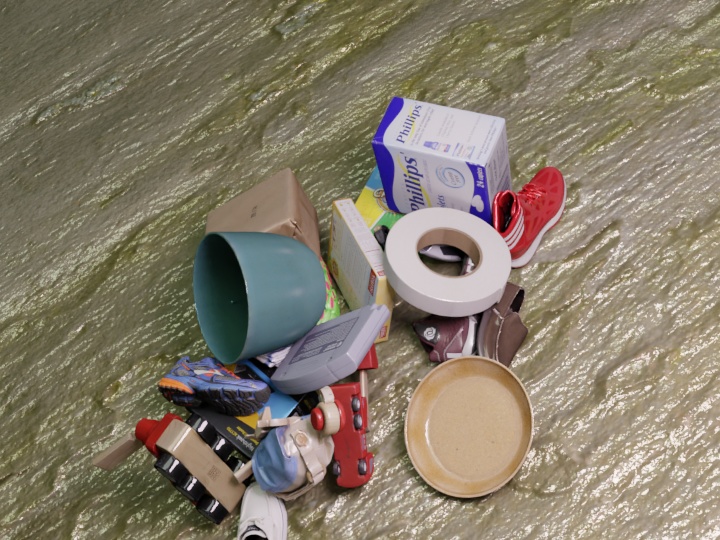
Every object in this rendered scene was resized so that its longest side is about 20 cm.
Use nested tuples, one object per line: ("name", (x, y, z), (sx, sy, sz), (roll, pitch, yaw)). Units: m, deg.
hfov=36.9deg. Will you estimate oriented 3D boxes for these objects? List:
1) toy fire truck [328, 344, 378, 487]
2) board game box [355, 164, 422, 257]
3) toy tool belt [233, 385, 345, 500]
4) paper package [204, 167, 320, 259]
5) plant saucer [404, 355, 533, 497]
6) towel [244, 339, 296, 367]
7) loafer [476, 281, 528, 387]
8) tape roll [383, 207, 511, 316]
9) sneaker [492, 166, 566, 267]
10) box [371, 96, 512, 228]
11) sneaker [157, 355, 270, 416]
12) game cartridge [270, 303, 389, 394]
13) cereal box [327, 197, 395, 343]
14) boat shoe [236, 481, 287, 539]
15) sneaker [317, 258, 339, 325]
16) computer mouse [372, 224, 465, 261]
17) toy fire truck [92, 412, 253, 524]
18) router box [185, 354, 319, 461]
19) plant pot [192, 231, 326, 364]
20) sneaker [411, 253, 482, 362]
("toy fire truck", (-0.007, 0.213, 1.623), (0.048, 0.141, 0.204), (-7, 89, 16))
("board game box", (0.066, -0.106, 1.887), (0.151, 0.041, 0.202), (11, 59, 29))
("toy tool belt", (-0.106, 0.254, 1.551), (0.121, 0.201, 0.126), (-6, 59, -27))
("paper package", (-0.170, -0.056, 1.849), (0.188, 0.104, 0.201), (-27, 29, 11))
("plant saucer", (0.160, 0.226, 1.558), (0.197, 0.035, 0.204), (-9, 70, 25))
("towel", (-0.158, 0.089, 1.792), (0.146, 0.024, 0.199), (-23, 39, -40))
("loafer", (0.219, 0.092, 1.646), (0.070, 0.073, 0.203), (-5, 53, 18))
("tape roll", (0.134, -0.015, 1.665), (0.199, 0.037, 0.205), (5, 46, -5))
("sneaker", (0.277, -0.113, 1.757), (0.077, 0.116, 0.202), (11, 60, 28))
("box", (0.136, -0.170, 1.765), (0.197, 0.185, 0.106), (15, 60, 22))
("sneaker", (-0.227, 0.172, 1.696), (0.197, 0.076, 0.079), (6, 55, 25))
("game cartridge", (-0.050, 0.124, 1.628), (0.199, 0.041, 0.133), (-23, 21, 48))
("cereal box", (0.000, 0.000, 1.762), (0.039, 0.145, 0.201), (-11, 46, -20))
("boat shoe", (-0.150, 0.390, 1.565), (0.071, 0.066, 0.202), (-11, 50, 13))
("sneaker", (-0.088, 0.039, 1.817), (0.083, 0.077, 0.201), (-27, 35, 7))
("computer mouse", (0.117, -0.037, 1.771), (0.197, 0.045, 0.110), (-1, 31, -22))
("toy fire truck", (-0.290, 0.292, 1.635), (0.198, 0.177, 0.129), (14, 59, 43))
("router box", (-0.181, 0.205, 1.732), (0.199, 0.051, 0.149), (30, 70, 36))
("plant pot", (-0.149, 0.032, 1.679), (0.159, 0.203, 0.201), (-8, 39, -32))
("sneaker", (0.136, 0.058, 1.709), (0.114, 0.076, 0.203), (-8, 52, 20))
